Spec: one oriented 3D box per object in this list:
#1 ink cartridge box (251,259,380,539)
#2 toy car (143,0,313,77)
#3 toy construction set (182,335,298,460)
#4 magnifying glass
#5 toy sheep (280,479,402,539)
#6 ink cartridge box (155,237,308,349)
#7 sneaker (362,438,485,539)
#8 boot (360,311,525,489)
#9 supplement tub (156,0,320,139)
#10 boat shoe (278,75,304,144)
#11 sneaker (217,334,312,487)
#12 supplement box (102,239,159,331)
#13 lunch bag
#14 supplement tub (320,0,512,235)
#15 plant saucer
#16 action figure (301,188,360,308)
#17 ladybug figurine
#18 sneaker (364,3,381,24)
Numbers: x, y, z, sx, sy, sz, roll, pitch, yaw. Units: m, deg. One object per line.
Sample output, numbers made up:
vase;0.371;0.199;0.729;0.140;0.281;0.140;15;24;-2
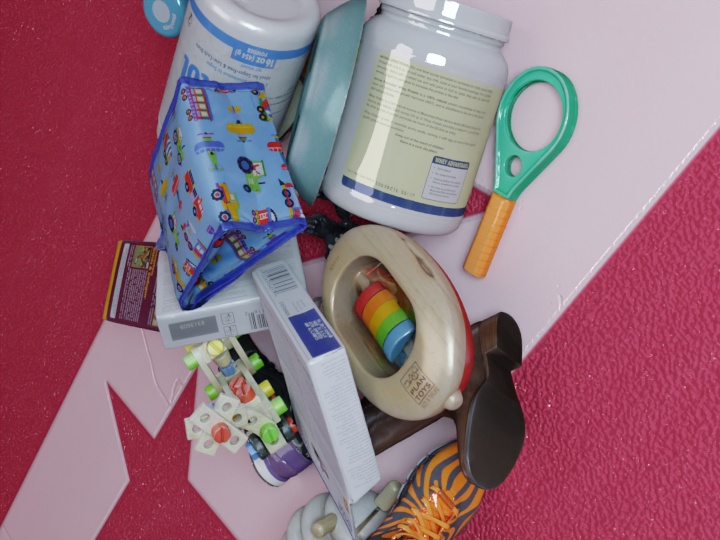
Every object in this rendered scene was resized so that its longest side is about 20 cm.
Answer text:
ink cartridge box;-0.039;0.117;0.874;0.200;0.040;0.203;-131;25;-59
toy car;-0.100;-0.306;1.030;0.199;0.184;0.177;41;133;3
toy construction set;-0.132;0.126;0.971;0.091;0.132;0.201;-25;28;2
magnifying glass;0.141;-0.089;0.853;0.079;0.022;0.203;35;115;40
toy sheep;-0.020;0.288;0.937;0.200;0.137;0.139;-47;58;22
ink cartridge box;-0.143;-0.001;1.024;0.201;0.157;0.048;-107;7;-58
sneaker;0.059;0.235;0.818;0.077;0.200;0.112;42;166;-3
boot;0.060;0.145;0.860;0.199;0.064;0.188;-31;27;38
supplement tub;-0.129;-0.205;0.952;0.133;0.130;0.201;57;140;29
boat shoe;-0.120;-0.168;1.095;0.200;0.062;0.072;-40;80;38
sneaker;-0.099;0.141;1.077;0.087;0.075;0.202;-34;66;20
supplement box;-0.238;0.026;1.186;0.198;0.085;0.112;5;83;46
lunch bag;-0.155;-0.063;0.885;0.200;0.093;0.153;-38;64;47
supplement tub;0.053;-0.149;0.857;0.144;0.144;0.203;31;111;41
plant saucer;-0.038;-0.163;0.871;0.200;0.035;0.203;-165;89;-82
action figure;0.000;0.000;0.940;0.201;0.101;0.120;52;138;33
ladybug figurine;0.038;0.046;0.814;0.136;0.071;0.201;-54;50;28
sneaker;0.001;-0.226;0.972;0.104;0.059;0.203;30;114;37
